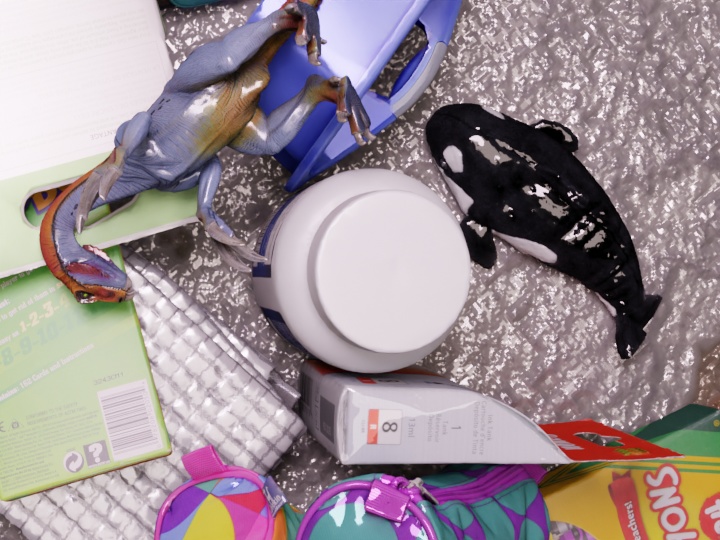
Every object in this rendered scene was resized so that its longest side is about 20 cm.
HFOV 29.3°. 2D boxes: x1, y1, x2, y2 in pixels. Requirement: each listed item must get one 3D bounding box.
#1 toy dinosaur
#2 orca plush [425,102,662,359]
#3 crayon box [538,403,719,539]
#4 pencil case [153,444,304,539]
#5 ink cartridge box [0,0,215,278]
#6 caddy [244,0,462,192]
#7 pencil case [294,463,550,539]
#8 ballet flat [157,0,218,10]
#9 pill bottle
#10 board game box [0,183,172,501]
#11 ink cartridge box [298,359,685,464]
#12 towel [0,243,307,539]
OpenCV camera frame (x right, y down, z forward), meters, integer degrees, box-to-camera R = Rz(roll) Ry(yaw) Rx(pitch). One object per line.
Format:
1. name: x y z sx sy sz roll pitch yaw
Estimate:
1. toy dinosaur: -0.086 -0.063 0.723 0.180 0.201 0.105 -22 126 20
2. orca plush: 0.123 -0.030 0.875 0.105 0.071 0.201 -33 95 -9
3. crayon box: 0.164 0.186 0.893 0.198 0.051 0.128 -25 94 -9
4. pencil case: -0.038 0.177 0.791 0.089 0.088 0.200 -49 139 -7
5. ink cartridge box: -0.175 -0.108 0.754 0.144 0.048 0.203 -17 94 -17
6. caddy: -0.001 -0.141 0.819 0.104 0.141 0.201 36 85 -5
7. pencil case: 0.042 0.150 0.765 0.085 0.200 0.093 34 101 22
8. ballet flat: -0.131 -0.186 0.833 0.198 0.073 0.074 -24 94 -3
9. pill bottle: 0.000 0.000 0.787 0.109 0.200 0.113 0 90 -10
10. board game box: -0.174 0.016 0.760 0.094 0.030 0.203 -14 83 -9
11. ink cartridge box: 0.070 0.081 0.819 0.197 0.162 0.051 -2 92 -11
12. towel: -0.151 0.082 0.821 0.200 0.086 0.166 40 81 -6
